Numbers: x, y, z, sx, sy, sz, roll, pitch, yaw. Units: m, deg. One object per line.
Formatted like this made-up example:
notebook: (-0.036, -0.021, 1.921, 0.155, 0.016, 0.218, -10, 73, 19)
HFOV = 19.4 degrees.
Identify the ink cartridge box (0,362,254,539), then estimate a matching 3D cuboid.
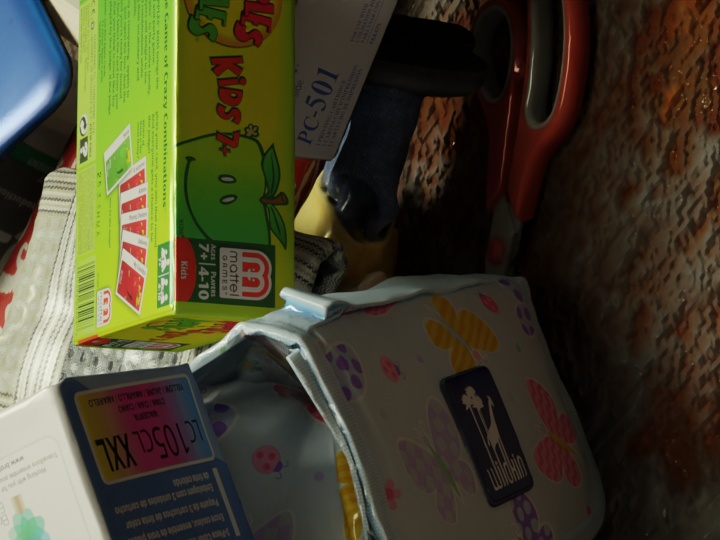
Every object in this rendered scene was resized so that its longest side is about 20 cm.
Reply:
ink cartridge box: (-0.087, 0.147, 0.658, 0.136, 0.076, 0.201, -26, 78, 32)

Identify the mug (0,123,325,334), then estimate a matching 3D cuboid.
mug: (-0.110, -0.014, 0.996, 0.178, 0.133, 0.200, 55, 127, 43)

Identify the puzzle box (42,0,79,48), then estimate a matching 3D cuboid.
puzzle box: (-0.083, -0.141, 0.966, 0.200, 0.133, 0.026, 38, 146, 53)

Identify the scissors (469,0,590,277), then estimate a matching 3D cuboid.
scissors: (0.060, -0.019, 0.829, 0.073, 0.014, 0.201, 1, 86, 57)

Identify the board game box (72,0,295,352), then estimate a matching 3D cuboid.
board game box: (-0.065, -0.076, 0.770, 0.101, 0.047, 0.201, -17, 72, 61)

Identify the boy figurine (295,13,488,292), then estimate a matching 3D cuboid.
boy figurine: (0.000, 0.000, 0.858, 0.124, 0.064, 0.201, -107, 26, -68)

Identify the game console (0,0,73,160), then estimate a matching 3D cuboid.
game console: (-0.206, -0.085, 1.020, 0.171, 0.118, 0.200, 83, 163, -55)

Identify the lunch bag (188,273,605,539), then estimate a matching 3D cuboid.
lunch bag: (0.004, 0.103, 0.741, 0.127, 0.169, 0.201, 13, 100, 27)

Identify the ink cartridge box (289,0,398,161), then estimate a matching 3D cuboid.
ink cartridge box: (-0.009, -0.149, 0.773, 0.201, 0.044, 0.094, -67, 33, 31)

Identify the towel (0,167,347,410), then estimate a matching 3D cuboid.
towel: (-0.104, 0.064, 0.848, 0.192, 0.034, 0.201, 17, 88, 46)

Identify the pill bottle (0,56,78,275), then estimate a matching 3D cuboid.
pill bottle: (-0.212, -0.021, 1.137, 0.200, 0.113, 0.113, -55, 42, 22)
